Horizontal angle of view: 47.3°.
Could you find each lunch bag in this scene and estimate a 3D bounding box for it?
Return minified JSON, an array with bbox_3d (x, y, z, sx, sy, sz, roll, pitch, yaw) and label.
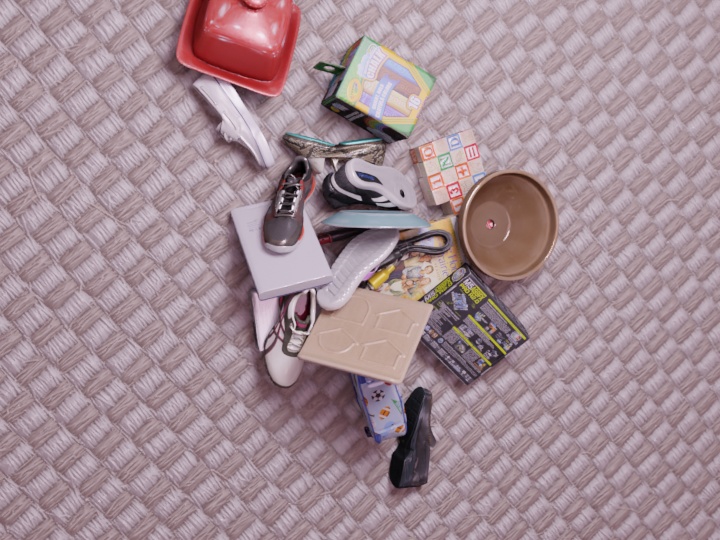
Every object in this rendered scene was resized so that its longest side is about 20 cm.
[{"bbox_3d":[0.022,0.206,1.497,0.075,0.160,0.201,-16,119,-8],"label":"lunch bag"}]

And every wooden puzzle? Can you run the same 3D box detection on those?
[{"bbox_3d":[0.012,0.113,1.411,0.184,0.201,0.047,13,133,17],"label":"wooden puzzle"}]

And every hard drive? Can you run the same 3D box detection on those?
[{"bbox_3d":[-0.141,-0.044,1.449,0.131,0.025,0.201,-14,53,-14],"label":"hard drive"}]

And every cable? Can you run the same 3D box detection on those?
[{"bbox_3d":[0.069,-0.036,1.520,0.199,0.050,0.098,-24,71,-9],"label":"cable"}]

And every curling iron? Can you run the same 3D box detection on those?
[{"bbox_3d":[-0.066,-0.067,1.530,0.198,0.026,0.050,-7,133,-14],"label":"curling iron"}]

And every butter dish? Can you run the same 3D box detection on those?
[{"bbox_3d":[-0.193,-0.431,1.401,0.198,0.148,0.202,17,70,-16],"label":"butter dish"}]

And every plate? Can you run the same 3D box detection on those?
[{"bbox_3d":[0.028,-0.093,1.469,0.198,0.200,0.026,1,97,-15],"label":"plate"}]

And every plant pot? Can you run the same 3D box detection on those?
[{"bbox_3d":[0.261,-0.085,1.530,0.199,0.093,0.203,-1,95,-18],"label":"plant pot"}]

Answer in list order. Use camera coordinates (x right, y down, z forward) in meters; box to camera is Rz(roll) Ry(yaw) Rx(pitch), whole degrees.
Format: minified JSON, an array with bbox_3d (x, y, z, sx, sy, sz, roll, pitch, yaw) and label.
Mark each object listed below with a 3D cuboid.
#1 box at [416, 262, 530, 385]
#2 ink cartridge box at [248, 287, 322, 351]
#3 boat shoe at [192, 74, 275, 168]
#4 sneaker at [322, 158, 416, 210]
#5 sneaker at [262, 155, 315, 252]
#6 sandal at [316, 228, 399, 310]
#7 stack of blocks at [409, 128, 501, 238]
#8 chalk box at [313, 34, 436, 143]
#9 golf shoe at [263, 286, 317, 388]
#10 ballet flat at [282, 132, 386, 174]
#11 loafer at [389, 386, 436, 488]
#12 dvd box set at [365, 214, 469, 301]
[{"bbox_3d":[0.201,0.105,1.562,0.160,0.044,0.200,-40,116,14],"label":"box"},{"bbox_3d":[-0.101,0.078,1.523,0.198,0.050,0.110,-8,95,-16],"label":"ink cartridge box"},{"bbox_3d":[-0.226,-0.261,1.464,0.065,0.074,0.201,-33,91,-7],"label":"boat shoe"},{"bbox_3d":[0.007,-0.148,1.534,0.199,0.111,0.074,19,58,-47],"label":"sneaker"},{"bbox_3d":[-0.129,-0.123,1.443,0.076,0.082,0.201,7,52,3],"label":"sneaker"},{"bbox_3d":[-0.005,-0.003,1.460,0.203,0.082,0.050,-46,141,-21],"label":"sandal"},{"bbox_3d":[0.183,-0.157,1.582,0.114,0.059,0.202,-21,99,-13],"label":"stack of blocks"},{"bbox_3d":[0.012,-0.335,1.491,0.199,0.125,0.125,28,86,-16],"label":"chalk box"},{"bbox_3d":[-0.122,0.112,1.449,0.077,0.088,0.202,9,91,-17],"label":"golf shoe"},{"bbox_3d":[-0.047,-0.211,1.516,0.198,0.068,0.076,0,102,-19],"label":"ballet flat"},{"bbox_3d":[0.112,0.323,1.591,0.072,0.073,0.202,9,100,-24],"label":"loafer"},{"bbox_3d":[0.103,-0.008,1.553,0.198,0.029,0.147,-16,102,2],"label":"dvd box set"}]
